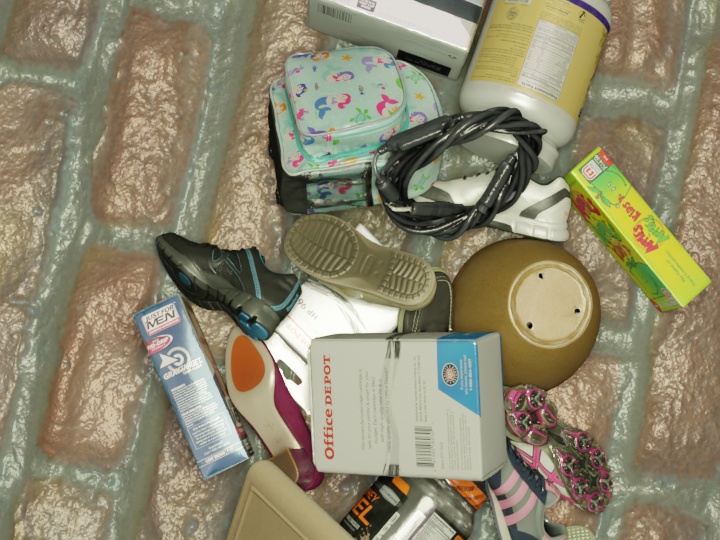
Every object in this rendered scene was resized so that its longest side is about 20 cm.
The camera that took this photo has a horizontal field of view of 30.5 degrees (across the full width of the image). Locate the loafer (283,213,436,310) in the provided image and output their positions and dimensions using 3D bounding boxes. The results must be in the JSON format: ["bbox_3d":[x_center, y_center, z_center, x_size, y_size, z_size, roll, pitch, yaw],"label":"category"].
[{"bbox_3d":[0.000,0.000,1.479,0.198,0.068,0.076,26,74,28],"label":"loafer"}]

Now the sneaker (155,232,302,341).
[{"bbox_3d":[-0.154,0.006,1.530,0.199,0.074,0.082,32,64,26],"label":"sneaker"}]

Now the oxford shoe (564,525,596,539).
[{"bbox_3d":[0.204,0.381,1.533,0.201,0.075,0.058,-50,130,-13],"label":"oxford shoe"}]

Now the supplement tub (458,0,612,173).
[{"bbox_3d":[0.199,-0.230,1.542,0.143,0.145,0.203,20,85,0],"label":"supplement tub"}]

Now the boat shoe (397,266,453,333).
[{"bbox_3d":[0.080,0.099,1.514,0.071,0.066,0.204,-1,111,-32],"label":"boat shoe"}]

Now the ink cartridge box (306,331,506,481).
[{"bbox_3d":[0.051,0.142,1.429,0.197,0.086,0.149,-1,94,27],"label":"ink cartridge box"}]

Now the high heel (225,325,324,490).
[{"bbox_3d":[-0.100,0.161,1.539,0.067,0.096,0.203,-22,76,15],"label":"high heel"}]

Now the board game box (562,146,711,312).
[{"bbox_3d":[0.317,-0.045,1.552,0.047,0.102,0.201,-39,87,-4],"label":"board game box"}]

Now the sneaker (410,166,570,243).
[{"bbox_3d":[0.153,-0.089,1.550,0.197,0.074,0.081,12,96,8],"label":"sneaker"}]

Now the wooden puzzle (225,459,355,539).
[{"bbox_3d":[-0.083,0.340,1.463,0.184,0.037,0.202,36,115,34],"label":"wooden puzzle"}]

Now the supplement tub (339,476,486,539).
[{"bbox_3d":[0.044,0.300,1.498,0.122,0.123,0.200,42,84,2],"label":"supplement tub"}]

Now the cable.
[{"bbox_3d":[0.117,-0.105,1.452,0.197,0.164,0.051,-22,43,5],"label":"cable"}]

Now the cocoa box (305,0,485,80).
[{"bbox_3d":[0.049,-0.331,1.551,0.197,0.133,0.133,19,83,-1],"label":"cocoa box"}]

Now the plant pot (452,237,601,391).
[{"bbox_3d":[0.194,0.045,1.490,0.183,0.200,0.190,0,84,-1],"label":"plant pot"}]

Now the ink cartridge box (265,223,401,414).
[{"bbox_3d":[-0.029,0.060,1.545,0.116,0.068,0.200,43,85,2],"label":"ink cartridge box"}]

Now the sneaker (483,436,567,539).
[{"bbox_3d":[0.181,0.236,1.500,0.081,0.071,0.202,-13,121,9],"label":"sneaker"}]

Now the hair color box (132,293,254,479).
[{"bbox_3d":[-0.189,0.132,1.516,0.060,0.100,0.202,-24,86,-3],"label":"hair color box"}]

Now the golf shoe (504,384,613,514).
[{"bbox_3d":[0.217,0.206,1.543,0.200,0.092,0.073,48,62,-17],"label":"golf shoe"}]

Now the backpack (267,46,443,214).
[{"bbox_3d":[-0.002,-0.164,1.520,0.197,0.152,0.179,-4,50,-10],"label":"backpack"}]
